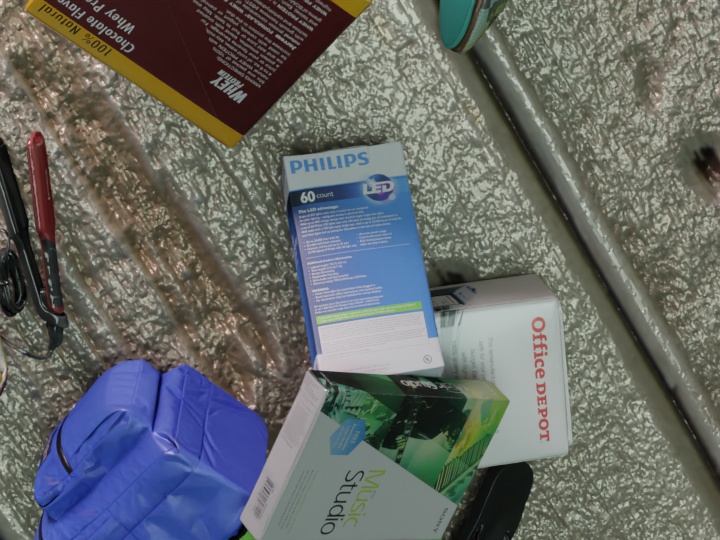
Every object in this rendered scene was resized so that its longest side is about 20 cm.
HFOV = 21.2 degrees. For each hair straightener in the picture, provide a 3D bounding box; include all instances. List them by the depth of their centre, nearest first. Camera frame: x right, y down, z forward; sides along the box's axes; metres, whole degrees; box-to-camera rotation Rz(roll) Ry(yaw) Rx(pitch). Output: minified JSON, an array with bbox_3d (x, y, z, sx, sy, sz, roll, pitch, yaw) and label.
[{"bbox_3d":[-0.288,-0.017,1.604,0.077,0.041,0.201,-3,112,8],"label":"hair straightener"}]

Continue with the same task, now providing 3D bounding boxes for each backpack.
[{"bbox_3d":[-0.192,0.188,1.610,0.168,0.163,0.200,37,110,-10],"label":"backpack"}]

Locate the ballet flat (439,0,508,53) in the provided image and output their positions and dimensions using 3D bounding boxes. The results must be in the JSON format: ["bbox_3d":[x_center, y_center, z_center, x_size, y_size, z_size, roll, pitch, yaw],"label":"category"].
[{"bbox_3d":[0.107,-0.278,1.574,0.071,0.069,0.201,-7,107,-27],"label":"ballet flat"}]

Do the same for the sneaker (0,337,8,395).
[{"bbox_3d":[-0.333,0.108,1.588,0.075,0.090,0.201,-10,109,-32],"label":"sneaker"}]

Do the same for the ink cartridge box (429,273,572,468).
[{"bbox_3d":[0.072,0.093,1.657,0.199,0.086,0.147,-8,106,-7],"label":"ink cartridge box"}]

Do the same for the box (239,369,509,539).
[{"bbox_3d":[0.014,0.151,1.539,0.200,0.036,0.145,5,118,-42],"label":"box"}]

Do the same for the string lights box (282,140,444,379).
[{"bbox_3d":[0.000,0.000,1.579,0.102,0.059,0.201,-8,70,-6],"label":"string lights box"}]

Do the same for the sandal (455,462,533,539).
[{"bbox_3d":[0.110,0.265,1.719,0.075,0.045,0.201,11,105,-47],"label":"sandal"}]

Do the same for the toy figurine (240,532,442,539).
[{"bbox_3d":[-0.011,0.253,1.638,0.199,0.184,0.151,15,103,-12],"label":"toy figurine"}]

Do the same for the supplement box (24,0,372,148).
[{"bbox_3d":[-0.111,-0.239,1.465,0.197,0.133,0.200,33,133,-16],"label":"supplement box"}]
